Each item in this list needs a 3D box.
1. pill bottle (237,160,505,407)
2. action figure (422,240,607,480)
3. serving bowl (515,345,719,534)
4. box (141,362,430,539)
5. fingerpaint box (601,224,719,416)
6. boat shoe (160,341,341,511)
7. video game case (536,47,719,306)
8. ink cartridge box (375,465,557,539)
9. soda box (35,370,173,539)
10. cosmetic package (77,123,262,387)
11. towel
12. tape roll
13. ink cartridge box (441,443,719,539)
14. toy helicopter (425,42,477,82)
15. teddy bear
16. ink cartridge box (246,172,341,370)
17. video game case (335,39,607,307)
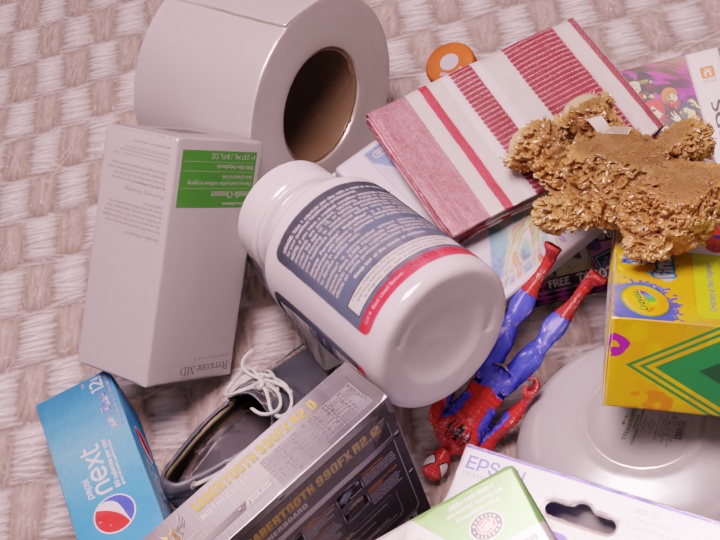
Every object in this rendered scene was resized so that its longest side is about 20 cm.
[{"bbox_3d":[0.000,0.000,0.984,0.120,0.120,0.200,-38,48,-15],"label":"pill bottle"},{"bbox_3d":[0.105,0.075,1.005,0.065,0.052,0.200,33,99,5],"label":"action figure"},{"bbox_3d":[0.207,0.123,0.962,0.200,0.066,0.200,-8,49,10],"label":"serving bowl"},{"bbox_3d":[-0.049,0.182,0.930,0.200,0.158,0.048,-41,51,-17],"label":"box"},{"bbox_3d":[0.260,0.029,0.953,0.167,0.073,0.200,5,24,9],"label":"fingerpaint box"},{"bbox_3d":[-0.081,0.115,1.060,0.200,0.062,0.075,-43,46,-21],"label":"boat shoe"},{"bbox_3d":[0.220,-0.078,1.107,0.200,0.036,0.181,-13,68,9],"label":"video game case"},{"bbox_3d":[0.084,0.246,0.820,0.145,0.084,0.200,-30,54,1],"label":"ink cartridge box"},{"bbox_3d":[-0.190,0.177,1.041,0.068,0.064,0.200,-26,48,-5],"label":"soda box"},{"bbox_3d":[-0.155,-0.015,1.091,0.085,0.200,0.108,14,12,34],"label":"cosmetic package"},{"bbox_3d":[0.123,-0.115,1.077,0.200,0.023,0.144,-26,61,-10],"label":"towel"},{"bbox_3d":[-0.086,-0.165,1.209,0.139,0.203,0.203,21,59,32],"label":"tape roll"},{"bbox_3d":[0.124,0.235,0.891,0.198,0.043,0.200,15,66,28],"label":"ink cartridge box"},{"bbox_3d":[0.145,-0.130,1.187,0.200,0.079,0.132,2,63,24],"label":"toy helicopter"},{"bbox_3d":[0.190,-0.068,0.983,0.200,0.067,0.145,24,51,39],"label":"teddy bear"},{"bbox_3d":[0.016,-0.022,1.119,0.200,0.047,0.160,-25,48,-15],"label":"ink cartridge box"},{"bbox_3d":[0.112,-0.076,1.081,0.200,0.022,0.182,-36,65,-14],"label":"video game case"}]
